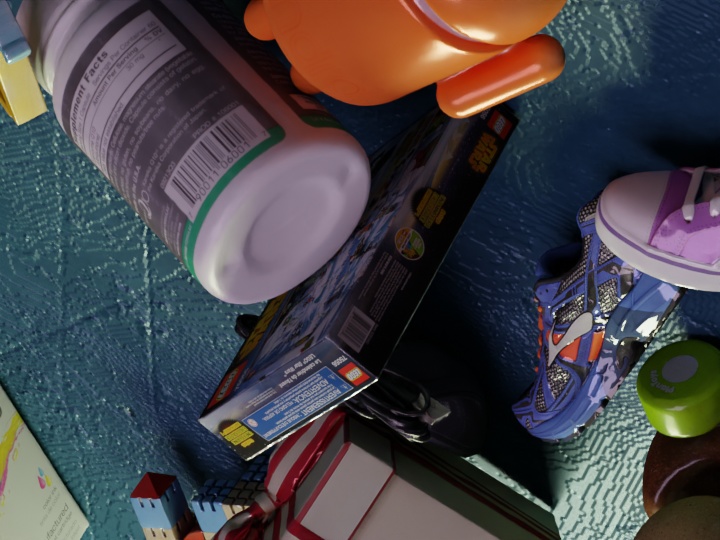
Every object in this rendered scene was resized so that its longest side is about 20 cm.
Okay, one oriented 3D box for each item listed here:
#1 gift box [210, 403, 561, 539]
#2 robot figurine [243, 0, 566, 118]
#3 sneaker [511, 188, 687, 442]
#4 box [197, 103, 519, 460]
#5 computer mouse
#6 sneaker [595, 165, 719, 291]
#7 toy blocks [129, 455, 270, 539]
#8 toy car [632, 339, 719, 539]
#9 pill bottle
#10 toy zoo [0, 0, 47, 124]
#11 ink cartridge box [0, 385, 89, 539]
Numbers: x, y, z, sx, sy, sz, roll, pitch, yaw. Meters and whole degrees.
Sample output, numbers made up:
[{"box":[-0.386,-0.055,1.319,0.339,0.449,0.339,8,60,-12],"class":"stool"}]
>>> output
[{"box":[0.001,0.187,1.838,0.186,0.185,0.200,32,-176,-8],"class":"gift box"},{"box":[0.031,-0.152,1.506,0.200,0.116,0.144,-22,78,47],"class":"robot figurine"},{"box":[0.130,0.021,1.689,0.078,0.075,0.200,36,136,6],"class":"sneaker"},{"box":[0.000,0.000,1.631,0.040,0.200,0.137,40,143,-13],"class":"box"},{"box":[0.024,0.062,1.760,0.138,0.053,0.200,30,-179,26],"class":"computer mouse"},{"box":[0.221,-0.046,1.547,0.200,0.073,0.115,8,135,11],"class":"sneaker"},{"box":[-0.063,0.185,1.994,0.199,0.100,0.137,1,124,32],"class":"toy blocks"},{"box":[0.212,0.167,1.684,0.157,0.200,0.165,3,136,32],"class":"toy car"},{"box":[-0.094,-0.085,1.613,0.200,0.113,0.113,47,153,30],"class":"pill bottle"},{"box":[-0.223,-0.165,1.637,0.200,0.020,0.131,52,166,46],"class":"toy zoo"},{"box":[-0.289,0.160,2.057,0.087,0.146,0.200,0,134,33],"class":"ink cartridge box"}]
